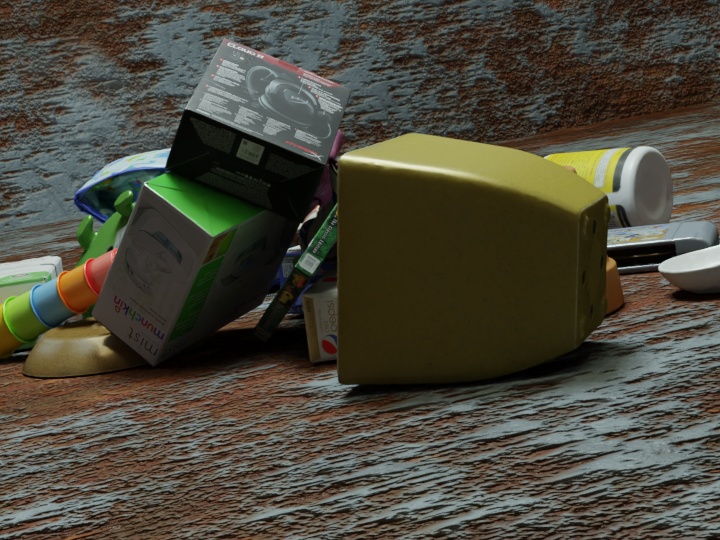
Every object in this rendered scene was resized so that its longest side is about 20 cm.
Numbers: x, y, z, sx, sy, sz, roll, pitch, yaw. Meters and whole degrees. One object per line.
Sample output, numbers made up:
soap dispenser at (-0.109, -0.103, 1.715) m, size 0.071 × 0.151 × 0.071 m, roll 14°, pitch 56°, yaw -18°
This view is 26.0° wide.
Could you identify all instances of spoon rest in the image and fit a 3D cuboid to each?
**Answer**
spoon rest at (0.390, -0.018, 1.524) m, size 0.199 × 0.061 × 0.099 m, roll -7°, pitch 8°, yaw 1°

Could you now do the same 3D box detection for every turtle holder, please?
turtle holder at (-0.263, 0.013, 1.796) m, size 0.132 × 0.186 × 0.141 m, roll 31°, pitch 17°, yaw -34°

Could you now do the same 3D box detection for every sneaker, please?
sneaker at (0.000, -0.069, 1.591) m, size 0.080 × 0.116 × 0.199 m, roll -15°, pitch 9°, yaw -24°

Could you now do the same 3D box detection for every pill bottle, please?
pill bottle at (0.285, -0.094, 1.981) m, size 0.199 × 0.115 × 0.114 m, roll -1°, pitch 11°, yaw 39°

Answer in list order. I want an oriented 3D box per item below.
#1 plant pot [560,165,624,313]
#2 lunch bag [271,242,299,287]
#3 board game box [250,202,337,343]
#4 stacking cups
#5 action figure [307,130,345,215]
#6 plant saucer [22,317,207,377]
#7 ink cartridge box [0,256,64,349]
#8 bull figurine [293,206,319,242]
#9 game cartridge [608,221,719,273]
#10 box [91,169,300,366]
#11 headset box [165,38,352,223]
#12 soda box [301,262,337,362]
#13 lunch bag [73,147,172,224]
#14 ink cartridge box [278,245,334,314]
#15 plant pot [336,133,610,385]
plant pot at (0.153, -0.025, 1.539) m, size 0.199 × 0.141 × 0.200 m, roll -8°, pitch 7°, yaw 1°
lunch bag at (-0.170, -0.005, 1.986) m, size 0.200 × 0.076 × 0.160 m, roll -16°, pitch 16°, yaw -42°
board game box at (-0.054, -0.003, 1.529) m, size 0.105 × 0.023 × 0.200 m, roll -55°, pitch 1°, yaw -25°
stacking cups at (-0.333, 0.028, 1.708) m, size 0.200 × 0.061 × 0.060 m, roll -29°, pitch -2°, yaw 25°
action figure at (-0.029, -0.086, 1.729) m, size 0.149 × 0.134 × 0.200 m, roll 29°, pitch 10°, yaw 31°
plant saucer at (-0.265, 0.073, 1.666) m, size 0.199 × 0.036 × 0.200 m, roll -9°, pitch 8°, yaw 1°
ink cartridge box at (-0.433, 0.043, 1.873) m, size 0.145 × 0.085 × 0.200 m, roll -9°, pitch 8°, yaw -4°
bull figurine at (-0.073, -0.074, 1.939) m, size 0.121 × 0.065 × 0.200 m, roll -15°, pitch 20°, yaw -1°
game cartridge at (0.300, -0.023, 1.755) m, size 0.199 × 0.042 × 0.133 m, roll -6°, pitch 12°, yaw 17°
box at (-0.160, -0.024, 1.600) m, size 0.097 × 0.177 × 0.200 m, roll 36°, pitch 32°, yaw 15°
headset box at (-0.098, -0.150, 1.586) m, size 0.148 × 0.077 × 0.200 m, roll 22°, pitch 30°, yaw -5°
soda box at (-0.007, 0.035, 1.536) m, size 0.063 × 0.068 × 0.200 m, roll -7°, pitch 8°, yaw 9°
lunch bag at (-0.245, -0.094, 1.952) m, size 0.199 × 0.128 × 0.170 m, roll 7°, pitch 13°, yaw 1°
ink cartridge box at (0.000, 0.000, 1.750) m, size 0.136 × 0.077 × 0.200 m, roll -2°, pitch 8°, yaw 34°
plant pot at (0.105, -0.008, 1.335) m, size 0.199 × 0.195 × 0.195 m, roll 4°, pitch 12°, yaw 21°
